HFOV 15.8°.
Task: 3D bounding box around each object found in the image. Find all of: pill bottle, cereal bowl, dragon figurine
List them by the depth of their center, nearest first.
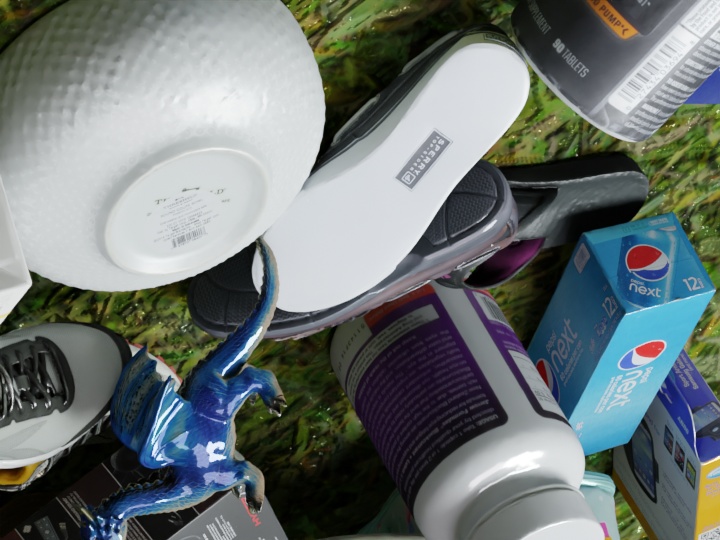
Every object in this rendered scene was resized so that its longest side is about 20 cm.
[{"bbox_3d":[-0.105,-0.059,1.369,0.200,0.083,0.200,-19,143,-16],"label":"cereal bowl"},{"bbox_3d":[0.183,-0.173,1.410,0.106,0.106,0.200,18,123,-46],"label":"pill bottle"},{"bbox_3d":[-0.099,0.078,1.422,0.099,0.059,0.200,8,103,-24],"label":"dragon figurine"},{"bbox_3d":[0.068,0.103,1.583,0.111,0.200,0.111,-18,143,-15],"label":"pill bottle"}]

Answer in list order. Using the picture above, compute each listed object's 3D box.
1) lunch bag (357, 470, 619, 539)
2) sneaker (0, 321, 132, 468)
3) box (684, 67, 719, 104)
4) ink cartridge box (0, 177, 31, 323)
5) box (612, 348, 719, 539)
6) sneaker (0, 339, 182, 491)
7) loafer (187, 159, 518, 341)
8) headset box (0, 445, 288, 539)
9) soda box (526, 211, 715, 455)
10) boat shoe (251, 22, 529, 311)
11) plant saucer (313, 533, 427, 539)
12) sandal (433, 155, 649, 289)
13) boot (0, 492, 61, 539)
[{"bbox_3d":[0.080,0.191,1.753,0.160,0.077,0.200,5,153,-14],"label":"lunch bag"},{"bbox_3d":[-0.199,0.071,1.389,0.200,0.074,0.079,-17,175,-41],"label":"sneaker"},{"bbox_3d":[0.261,-0.153,1.553,0.200,0.032,0.121,-4,137,-33],"label":"box"},{"bbox_3d":[-0.243,0.009,1.325,0.116,0.068,0.200,-16,175,-17],"label":"ink cartridge box"},{"bbox_3d":[0.218,0.126,1.786,0.041,0.119,0.200,-20,144,-14],"label":"box"},{"bbox_3d":[-0.189,0.092,1.493,0.200,0.082,0.078,-5,137,-32],"label":"sneaker"},{"bbox_3d":[0.000,0.000,1.510,0.200,0.072,0.063,-22,151,8],"label":"loafer"},{"bbox_3d":[-0.141,0.193,1.532,0.200,0.077,0.149,-37,144,-9],"label":"headset box"},{"bbox_3d":[0.158,0.047,1.668,0.068,0.064,0.200,-14,153,-21],"label":"soda box"},{"bbox_3d":[0.014,-0.061,1.460,0.072,0.068,0.200,37,103,-17],"label":"boat shoe"},{"bbox_3d":[0.010,0.226,1.676,0.200,0.050,0.200,-1,154,-1],"label":"plant saucer"},{"bbox_3d":[0.091,-0.025,1.575,0.200,0.048,0.075,-15,142,-20],"label":"sandal"},{"bbox_3d":[-0.154,0.184,1.652,0.200,0.077,0.155,-35,149,-5],"label":"boot"}]
